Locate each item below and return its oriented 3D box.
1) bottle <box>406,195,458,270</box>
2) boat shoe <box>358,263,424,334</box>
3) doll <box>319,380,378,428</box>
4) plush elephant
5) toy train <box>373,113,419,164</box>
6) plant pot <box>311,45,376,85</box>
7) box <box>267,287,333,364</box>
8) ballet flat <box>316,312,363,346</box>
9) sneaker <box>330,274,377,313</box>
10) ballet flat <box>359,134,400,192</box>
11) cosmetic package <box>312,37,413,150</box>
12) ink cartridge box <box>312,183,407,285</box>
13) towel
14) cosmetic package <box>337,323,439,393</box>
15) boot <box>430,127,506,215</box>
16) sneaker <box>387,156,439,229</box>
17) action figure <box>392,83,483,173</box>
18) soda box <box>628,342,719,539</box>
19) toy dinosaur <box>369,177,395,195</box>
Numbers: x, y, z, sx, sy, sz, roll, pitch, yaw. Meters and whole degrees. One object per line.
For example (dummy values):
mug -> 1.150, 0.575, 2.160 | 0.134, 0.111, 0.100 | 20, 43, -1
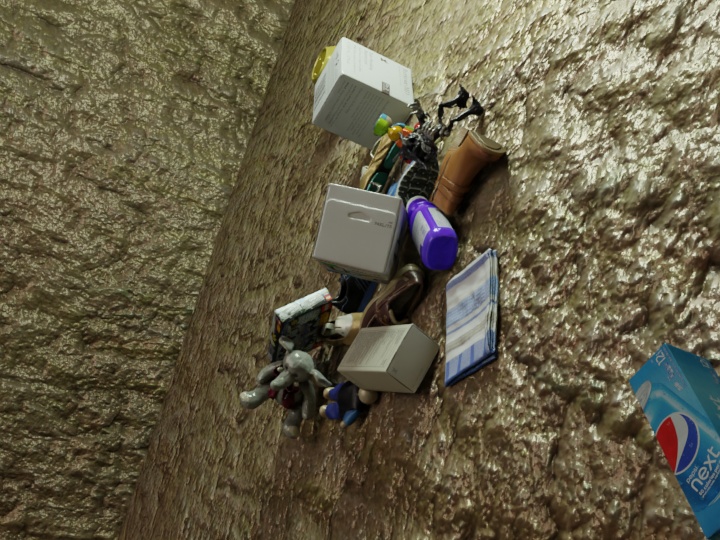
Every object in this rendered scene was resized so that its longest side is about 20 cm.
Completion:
bottle -> 0.130, -0.079, 1.541 | 0.200, 0.065, 0.084 | -109, 23, -60
boat shoe -> 0.062, 0.081, 1.574 | 0.200, 0.072, 0.072 | -52, 25, 25
doll -> -0.023, 0.255, 1.651 | 0.200, 0.048, 0.138 | -27, 48, 62
plush elephant -> -0.152, 0.241, 1.788 | 0.200, 0.164, 0.155 | -43, -22, -25
toy train -> 0.078, -0.286, 1.722 | 0.085, 0.115, 0.200 | -64, -1, 15
plant pot -> -0.059, -0.570, 2.353 | 0.200, 0.141, 0.201 | -50, 29, 41
box -> -0.139, 0.133, 1.858 | 0.040, 0.136, 0.201 | 52, 151, 25
ballet flat -> -0.041, 0.131, 1.788 | 0.200, 0.063, 0.069 | -30, 46, 59
sneaker -> 0.000, 0.000, 1.783 | 0.202, 0.077, 0.070 | -69, 21, 3
ballet flat -> 0.041, -0.242, 1.890 | 0.063, 0.068, 0.201 | 37, 102, 31
cosmetic package -> 0.006, -0.424, 1.981 | 0.165, 0.199, 0.166 | -53, 27, 40
ink cartridge box -> 0.004, -0.066, 1.586 | 0.200, 0.145, 0.147 | 48, -125, -79
towel -> 0.180, 0.077, 1.345 | 0.147, 0.024, 0.202 | -44, 33, 51
cosmetic package -> 0.047, 0.161, 1.486 | 0.104, 0.073, 0.200 | -58, 20, -19
boot -> 0.185, -0.175, 1.480 | 0.156, 0.076, 0.200 | -64, 19, 10
sneaker -> 0.094, -0.171, 1.705 | 0.201, 0.078, 0.090 | -57, 27, 31
action figure -> 0.134, -0.280, 1.577 | 0.200, 0.102, 0.119 | -38, 51, 7
soda box -> 0.341, 0.168, 0.800 | 0.064, 0.067, 0.201 | -57, 25, 30
toy dinosaur -> 0.044, -0.147, 1.830 | 0.089, 0.047, 0.201 | -110, 30, -45
